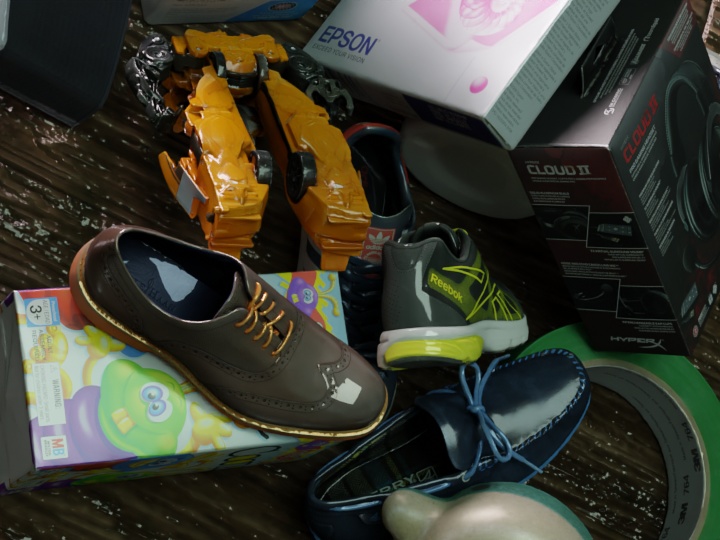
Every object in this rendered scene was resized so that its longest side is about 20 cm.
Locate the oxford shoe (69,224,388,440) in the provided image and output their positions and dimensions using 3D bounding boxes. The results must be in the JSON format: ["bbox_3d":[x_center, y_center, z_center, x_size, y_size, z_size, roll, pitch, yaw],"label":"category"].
[{"bbox_3d":[-0.066,0.037,1.057,0.199,0.073,0.072,26,67,-16],"label":"oxford shoe"}]

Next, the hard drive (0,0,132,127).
[{"bbox_3d":[-0.187,-0.204,1.164,0.135,0.042,0.202,29,64,-55],"label":"hard drive"}]

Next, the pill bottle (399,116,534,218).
[{"bbox_3d":[0.110,-0.147,1.280,0.113,0.114,0.201,30,66,-14],"label":"pill bottle"}]

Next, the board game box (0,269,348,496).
[{"bbox_3d":[-0.114,0.065,1.128,0.198,0.103,0.106,-4,78,-25],"label":"board game box"}]

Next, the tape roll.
[{"bbox_3d":[0.158,0.137,1.262,0.199,0.048,0.203,6,74,-22],"label":"tape roll"}]

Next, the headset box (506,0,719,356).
[{"bbox_3d":[0.176,-0.068,1.216,0.149,0.077,0.201,-58,137,-36],"label":"headset box"}]

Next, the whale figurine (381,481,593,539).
[{"bbox_3d":[0.053,0.200,1.149,0.160,0.199,0.104,66,20,-8],"label":"whale figurine"}]

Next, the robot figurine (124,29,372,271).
[{"bbox_3d":[-0.069,-0.082,1.172,0.144,0.059,0.201,2,38,-22],"label":"robot figurine"}]

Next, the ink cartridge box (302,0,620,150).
[{"bbox_3d":[0.081,-0.184,1.213,0.201,0.196,0.043,-54,129,-11],"label":"ink cartridge box"}]

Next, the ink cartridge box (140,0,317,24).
[{"bbox_3d":[-0.058,-0.221,1.176,0.115,0.200,0.067,-5,77,-25],"label":"ink cartridge box"}]

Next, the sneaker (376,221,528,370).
[{"bbox_3d":[0.060,0.010,1.180,0.074,0.200,0.086,-2,95,14],"label":"sneaker"}]

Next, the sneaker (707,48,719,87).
[{"bbox_3d":[0.260,-0.099,1.299,0.085,0.199,0.078,10,107,-53],"label":"sneaker"}]

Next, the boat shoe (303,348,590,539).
[{"bbox_3d":[0.057,0.111,1.170,0.199,0.069,0.084,-36,59,-8],"label":"boat shoe"}]

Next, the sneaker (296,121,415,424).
[{"bbox_3d":[0.000,0.000,1.207,0.074,0.084,0.202,2,75,-23],"label":"sneaker"}]
